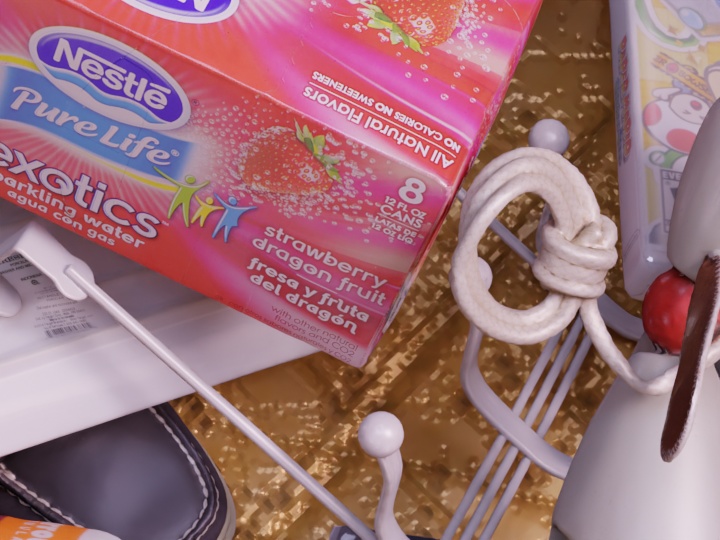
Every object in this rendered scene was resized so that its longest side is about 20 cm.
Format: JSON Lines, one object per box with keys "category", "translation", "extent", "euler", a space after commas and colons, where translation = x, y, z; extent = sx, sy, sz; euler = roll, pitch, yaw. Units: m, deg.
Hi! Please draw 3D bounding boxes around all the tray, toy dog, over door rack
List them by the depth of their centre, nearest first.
{"category": "toy dog", "translation": [0.099, 0.057, 0.824], "extent": [0.132, 0.200, 0.096], "euler": [-17, 31, -31]}
{"category": "over door rack", "translation": [0.000, 0.000, 0.916], "extent": [0.200, 0.067, 0.148], "euler": [35, 50, -4]}
{"category": "tray", "translation": [-0.108, 0.005, 0.924], "extent": [0.200, 0.022, 0.107], "euler": [-18, 57, -34]}

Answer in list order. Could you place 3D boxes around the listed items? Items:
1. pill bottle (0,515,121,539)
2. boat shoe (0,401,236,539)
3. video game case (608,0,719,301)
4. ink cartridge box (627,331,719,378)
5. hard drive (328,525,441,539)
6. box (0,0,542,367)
{"category": "pill bottle", "translation": [-0.128, 0.128, 0.893], "extent": [0.200, 0.114, 0.114], "euler": [7, 69, 6]}
{"category": "boat shoe", "translation": [-0.123, 0.028, 0.959], "extent": [0.072, 0.065, 0.200], "euler": [-43, 73, -13]}
{"category": "video game case", "translation": [0.176, -0.050, 0.942], "extent": [0.200, 0.023, 0.182], "euler": [10, 50, -11]}
{"category": "ink cartridge box", "translation": [0.191, 0.009, 0.949], "extent": [0.200, 0.050, 0.109], "euler": [-32, 68, -36]}
{"category": "hard drive", "translation": [0.035, 0.184, 0.901], "extent": [0.135, 0.042, 0.200], "euler": [7, 68, 5]}
{"category": "box", "translation": [-0.059, -0.072, 0.851], "extent": [0.200, 0.096, 0.100], "euler": [26, 52, 0]}
